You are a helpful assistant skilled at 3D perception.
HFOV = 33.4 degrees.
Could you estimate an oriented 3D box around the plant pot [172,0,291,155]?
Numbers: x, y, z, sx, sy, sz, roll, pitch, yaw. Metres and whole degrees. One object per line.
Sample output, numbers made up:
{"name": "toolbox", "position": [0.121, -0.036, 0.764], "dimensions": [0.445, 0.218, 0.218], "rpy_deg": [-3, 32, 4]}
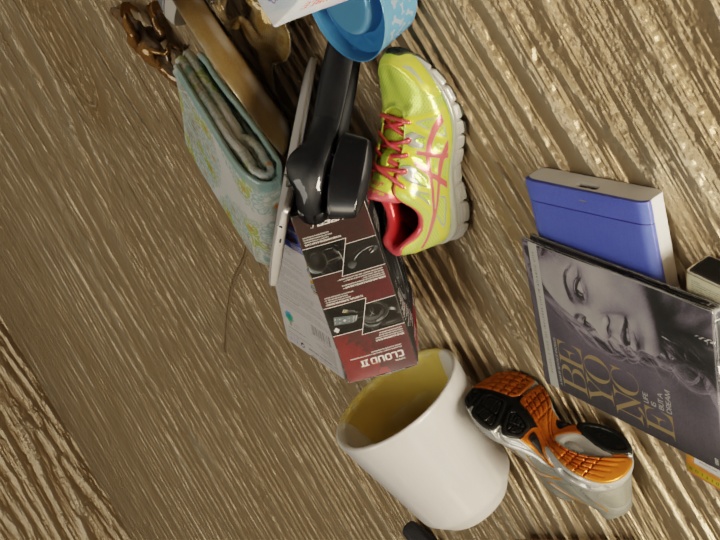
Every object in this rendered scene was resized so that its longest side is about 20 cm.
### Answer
{"name": "plant pot", "position": [-0.127, -0.208, 1.235], "dimensions": [0.201, 0.027, 0.200], "rpy_deg": [55, -178, -3]}

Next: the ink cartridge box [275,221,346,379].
{"name": "ink cartridge box", "position": [-0.058, 0.021, 1.417], "dimensions": [0.119, 0.042, 0.201], "rpy_deg": [30, 143, 44]}

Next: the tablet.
{"name": "tablet", "position": [-0.068, -0.099, 1.192], "dimensions": [0.014, 0.202, 0.131], "rpy_deg": [10, 145, -4]}

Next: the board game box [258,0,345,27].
{"name": "board game box", "position": [-0.041, -0.297, 0.890], "dimensions": [0.041, 0.199, 0.201], "rpy_deg": [-33, 89, 46]}

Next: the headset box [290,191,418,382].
{"name": "headset box", "position": [0.000, 0.000, 1.181], "dimensions": [0.149, 0.076, 0.202], "rpy_deg": [-88, -18, -65]}

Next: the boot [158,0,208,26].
{"name": "boot", "position": [-0.196, -0.341, 1.249], "dimensions": [0.091, 0.073, 0.200], "rpy_deg": [50, 153, 5]}

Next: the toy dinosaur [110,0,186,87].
{"name": "toy dinosaur", "position": [-0.266, -0.284, 1.442], "dimensions": [0.200, 0.060, 0.107], "rpy_deg": [48, 153, 22]}

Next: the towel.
{"name": "towel", "position": [-0.141, -0.125, 1.321], "dimensions": [0.201, 0.048, 0.172], "rpy_deg": [57, 165, 23]}

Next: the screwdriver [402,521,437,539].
{"name": "screwdriver", "position": [0.124, 0.374, 1.481], "dimensions": [0.199, 0.028, 0.029], "rpy_deg": [33, 114, 39]}

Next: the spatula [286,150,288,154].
{"name": "spatula", "position": [-0.097, -0.143, 1.332], "dimensions": [0.200, 0.021, 0.057], "rpy_deg": [41, 175, 24]}

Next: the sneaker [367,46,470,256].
{"name": "sneaker", "position": [0.042, -0.099, 1.070], "dimensions": [0.078, 0.090, 0.202], "rpy_deg": [24, 136, 49]}

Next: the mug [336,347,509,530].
{"name": "mug", "position": [0.083, 0.176, 1.259], "dimensions": [0.149, 0.187, 0.154], "rpy_deg": [-26, 112, 32]}

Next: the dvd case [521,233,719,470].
{"name": "dvd case", "position": [0.211, 0.062, 0.963], "dimensions": [0.199, 0.016, 0.150], "rpy_deg": [27, 138, 50]}

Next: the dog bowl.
{"name": "dog bowl", "position": [-0.013, -0.281, 1.022], "dimensions": [0.111, 0.049, 0.202], "rpy_deg": [4, 119, 58]}

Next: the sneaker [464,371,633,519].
{"name": "sneaker", "position": [0.176, 0.173, 1.139], "dimensions": [0.200, 0.075, 0.093], "rpy_deg": [33, 150, 46]}

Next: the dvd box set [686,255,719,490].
{"name": "dvd box set", "position": [0.306, 0.101, 0.885], "dimensions": [0.146, 0.029, 0.202], "rpy_deg": [29, 140, 45]}

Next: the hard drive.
{"name": "hard drive", "position": [0.206, 0.020, 0.980], "dimensions": [0.131, 0.025, 0.202], "rpy_deg": [19, 133, 52]}

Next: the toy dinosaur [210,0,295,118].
{"name": "toy dinosaur", "position": [-0.099, -0.239, 1.199], "dimensions": [0.101, 0.058, 0.201], "rpy_deg": [48, 149, 26]}

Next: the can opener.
{"name": "can opener", "position": [-0.024, -0.134, 1.079], "dimensions": [0.064, 0.078, 0.202], "rpy_deg": [96, -179, -67]}
